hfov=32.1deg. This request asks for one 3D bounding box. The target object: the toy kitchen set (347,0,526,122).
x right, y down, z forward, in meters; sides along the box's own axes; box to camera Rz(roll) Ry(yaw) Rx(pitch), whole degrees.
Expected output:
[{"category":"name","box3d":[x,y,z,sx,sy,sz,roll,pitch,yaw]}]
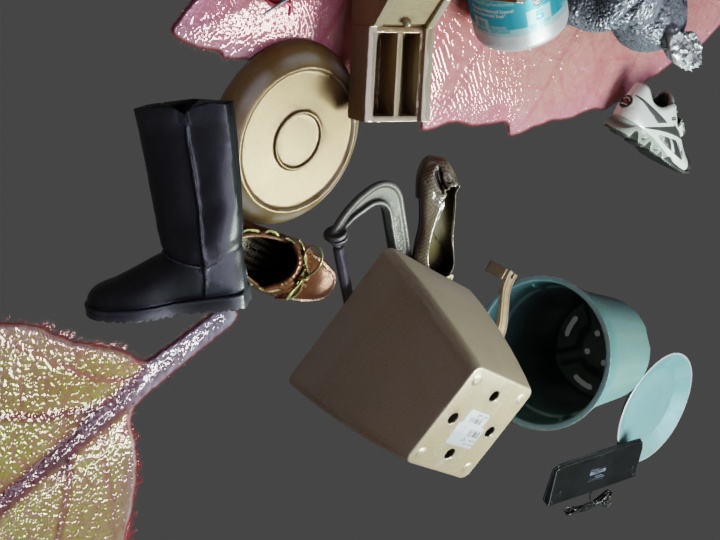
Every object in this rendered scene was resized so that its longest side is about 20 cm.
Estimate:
[{"category":"toy kitchen set","box3d":[0.107,-0.233,1.255,0.162,0.200,0.182,-4,105,-28]}]

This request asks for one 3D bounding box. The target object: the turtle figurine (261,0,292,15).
[{"category":"turtle figurine","box3d":[-0.062,-0.326,1.157,0.150,0.101,0.200,44,73,-7]}]

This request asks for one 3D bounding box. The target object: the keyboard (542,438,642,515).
[{"category":"keyboard","box3d":[0.373,0.341,2.019,0.199,0.021,0.128,-10,121,-33]}]

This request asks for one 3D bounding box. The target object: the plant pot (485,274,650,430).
[{"category":"plant pot","box3d":[0.289,0.108,1.700,0.196,0.199,0.202,1,111,-55]}]

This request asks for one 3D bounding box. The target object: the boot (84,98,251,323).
[{"category":"boot","box3d":[-0.191,-0.058,1.185,0.163,0.066,0.202,-7,110,-8]}]

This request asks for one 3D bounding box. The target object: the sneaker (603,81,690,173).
[{"category":"sneaker","box3d":[0.420,-0.198,1.737,0.200,0.074,0.089,25,95,-50]}]

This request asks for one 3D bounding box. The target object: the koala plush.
[{"category":"koala plush","box3d":[0.331,-0.332,1.511,0.184,0.177,0.200,-49,140,4]}]

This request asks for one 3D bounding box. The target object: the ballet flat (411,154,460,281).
[{"category":"ballet flat","box3d":[0.096,-0.044,1.507,0.067,0.046,0.201,-37,135,-47]}]

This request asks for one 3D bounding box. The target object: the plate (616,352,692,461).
[{"category":"plate","box3d":[0.482,0.225,2.078,0.199,0.026,0.202,-24,128,-36]}]

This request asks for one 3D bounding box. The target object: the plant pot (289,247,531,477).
[{"category":"plant pot","box3d":[0.077,0.126,1.459,0.201,0.177,0.199,-53,142,8]}]

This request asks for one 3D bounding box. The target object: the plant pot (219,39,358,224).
[{"category":"plant pot","box3d":[-0.071,-0.138,1.303,0.199,0.027,0.201,-24,128,-35]}]

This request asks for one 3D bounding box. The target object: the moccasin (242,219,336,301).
[{"category":"moccasin","box3d":[-0.087,-0.009,1.318,0.074,0.078,0.201,-57,143,-3]}]

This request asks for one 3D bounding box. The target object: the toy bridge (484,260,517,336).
[{"category":"toy bridge","box3d":[0.149,0.088,1.626,0.027,0.067,0.201,32,87,-49]}]

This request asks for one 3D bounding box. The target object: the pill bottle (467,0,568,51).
[{"category":"pill bottle","box3d":[0.160,-0.348,1.358,0.111,0.110,0.201,-40,134,-23]}]

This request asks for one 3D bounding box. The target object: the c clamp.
[{"category":"c clamp","box3d":[0.000,0.000,1.454,0.170,0.027,0.201,-30,131,-31]}]
